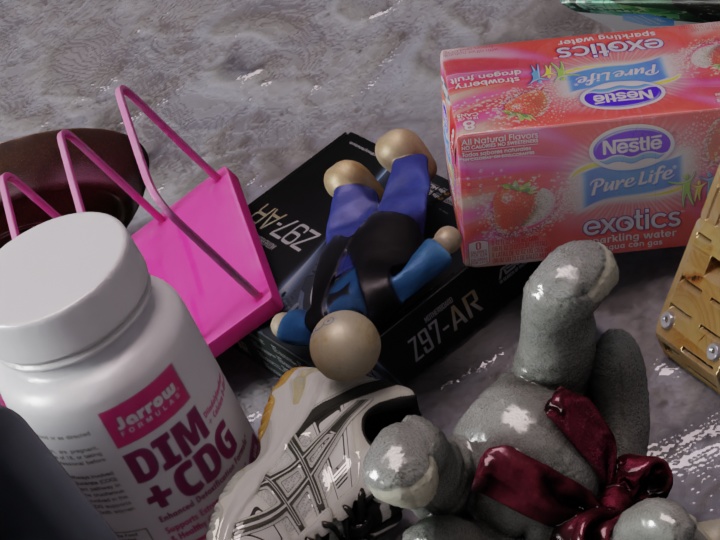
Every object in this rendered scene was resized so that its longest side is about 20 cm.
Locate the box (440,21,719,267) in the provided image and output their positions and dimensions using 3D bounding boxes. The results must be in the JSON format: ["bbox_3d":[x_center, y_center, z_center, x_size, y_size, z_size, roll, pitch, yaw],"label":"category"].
[{"bbox_3d":[0.150,-0.075,1.393,0.200,0.095,0.103,-5,36,0],"label":"box"}]

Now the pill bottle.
[{"bbox_3d":[-0.132,0.073,1.326,0.113,0.200,0.113,-18,35,13],"label":"pill bottle"}]

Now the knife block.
[{"bbox_3d":[0.276,-0.022,1.328,0.064,0.176,0.200,41,116,55],"label":"knife block"}]

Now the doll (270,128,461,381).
[{"bbox_3d":[0.000,0.000,1.386,0.136,0.048,0.200,-30,26,23],"label":"doll"}]

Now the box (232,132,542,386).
[{"bbox_3d":[-0.006,0.000,1.483,0.160,0.044,0.200,-37,36,-17],"label":"box"}]

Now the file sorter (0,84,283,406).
[{"bbox_3d":[-0.175,0.005,1.461,0.200,0.125,0.139,-36,40,12],"label":"file sorter"}]

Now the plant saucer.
[{"bbox_3d":[-0.228,-0.028,1.569,0.200,0.200,0.032,-25,70,0],"label":"plant saucer"}]

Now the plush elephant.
[{"bbox_3d":[0.112,0.121,1.158,0.155,0.200,0.165,35,65,27],"label":"plush elephant"}]

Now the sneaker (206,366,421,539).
[{"bbox_3d":[-0.022,0.130,1.293,0.088,0.076,0.200,3,48,20],"label":"sneaker"}]

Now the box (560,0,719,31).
[{"bbox_3d":[0.244,-0.162,1.465,0.200,0.144,0.036,3,84,38],"label":"box"}]

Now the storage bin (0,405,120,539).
[{"bbox_3d":[-0.215,0.185,1.251,0.134,0.200,0.146,-10,35,41],"label":"storage bin"}]
